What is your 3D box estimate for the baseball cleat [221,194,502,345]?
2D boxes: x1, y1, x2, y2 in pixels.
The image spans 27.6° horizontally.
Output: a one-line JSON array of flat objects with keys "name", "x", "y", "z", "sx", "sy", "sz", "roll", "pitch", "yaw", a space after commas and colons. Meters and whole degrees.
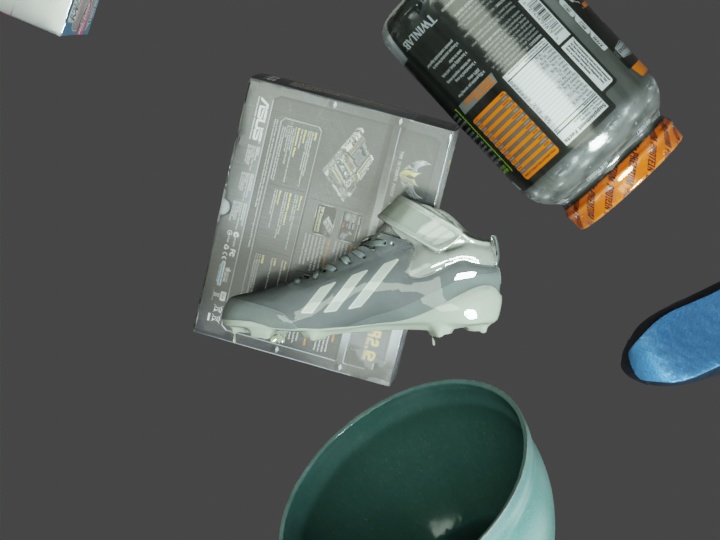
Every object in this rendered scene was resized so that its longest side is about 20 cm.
[{"name": "baseball cleat", "x": 0.000, "y": 0.000, "z": 1.046, "sx": 0.199, "sy": 0.070, "sz": 0.107, "roll": -1, "pitch": 93, "yaw": -1}]

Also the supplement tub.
[{"name": "supplement tub", "x": 0.121, "y": -0.133, "z": 1.017, "sx": 0.123, "sy": 0.123, "sz": 0.200, "roll": -43, "pitch": 91, "yaw": 13}]

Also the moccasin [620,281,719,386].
[{"name": "moccasin", "x": 0.273, "y": 0.028, "z": 1.040, "sx": 0.199, "sy": 0.068, "sz": 0.081, "roll": -12, "pitch": 83, "yaw": -11}]

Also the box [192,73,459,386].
[{"name": "box", "x": -0.026, "y": -0.031, "z": 1.096, "sx": 0.158, "sy": 0.048, "sz": 0.201, "roll": 14, "pitch": 101, "yaw": 6}]

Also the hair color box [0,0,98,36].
[{"name": "hair color box", "x": -0.287, "y": -0.258, "z": 1.099, "sx": 0.199, "sy": 0.061, "sz": 0.100, "roll": 23, "pitch": 103, "yaw": 6}]

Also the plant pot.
[{"name": "plant pot", "x": 0.059, "y": 0.198, "z": 1.060, "sx": 0.200, "sy": 0.201, "sz": 0.134, "roll": -27, "pitch": 121, "yaw": 13}]
